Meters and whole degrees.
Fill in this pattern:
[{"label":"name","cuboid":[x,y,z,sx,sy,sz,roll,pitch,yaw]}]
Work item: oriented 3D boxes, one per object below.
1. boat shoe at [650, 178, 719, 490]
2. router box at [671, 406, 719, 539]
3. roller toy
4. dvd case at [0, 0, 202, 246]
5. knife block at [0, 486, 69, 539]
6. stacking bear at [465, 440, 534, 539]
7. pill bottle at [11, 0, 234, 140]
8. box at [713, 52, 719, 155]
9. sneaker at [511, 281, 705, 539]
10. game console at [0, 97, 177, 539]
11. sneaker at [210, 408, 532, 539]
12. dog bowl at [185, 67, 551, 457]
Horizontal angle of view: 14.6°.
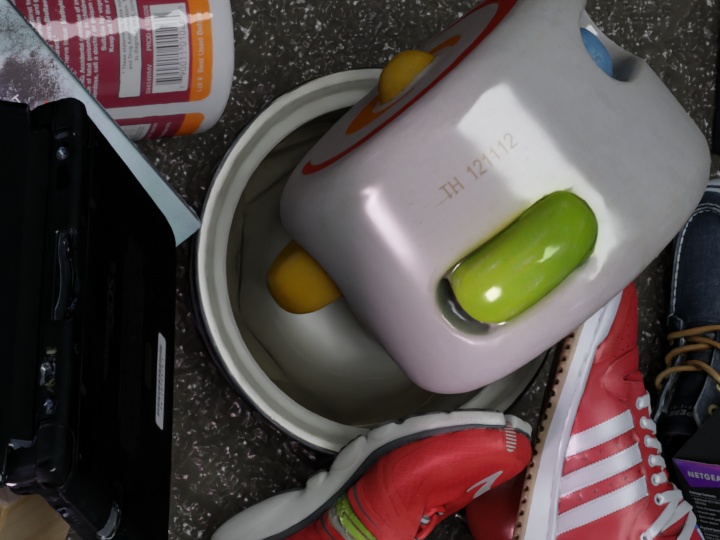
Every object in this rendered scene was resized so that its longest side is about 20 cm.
[{"label":"boat shoe","cuboid":[0.188,0.052,1.490,0.091,0.071,0.201,-8,90,-53]},{"label":"router box","cuboid":[0.250,0.107,1.478,0.200,0.051,0.149,-43,124,-38]},{"label":"roller toy","cuboid":[0.058,-0.046,1.333,0.140,0.200,0.182,49,59,-9]},{"label":"dvd case","cuboid":[-0.186,-0.044,1.321,0.146,0.022,0.200,-37,125,2]},{"label":"knife block","cuboid":[-0.181,0.120,1.285,0.200,0.176,0.064,14,105,-37]},{"label":"stacking bear","cuboid":[0.102,0.186,1.450,0.121,0.114,0.201,-5,83,-20]},{"label":"pill bottle","cuboid":[-0.170,-0.112,1.369,0.199,0.110,0.110,-6,88,-20]},{"label":"box","cuboid":[0.302,-0.156,1.548,0.182,0.104,0.201,7,83,-20]},{"label":"sneaker","cuboid":[0.138,0.101,1.371,0.112,0.071,0.201,12,94,4]},{"label":"game console","cuboid":[-0.167,0.029,1.254,0.116,0.176,0.200,-12,55,17]},{"label":"sneaker","cuboid":[0.012,0.135,1.380,0.077,0.200,0.085,20,45,-45]},{"label":"dog bowl","cuboid":[0.000,0.000,1.442,0.200,0.074,0.201,2,84,-20]}]
